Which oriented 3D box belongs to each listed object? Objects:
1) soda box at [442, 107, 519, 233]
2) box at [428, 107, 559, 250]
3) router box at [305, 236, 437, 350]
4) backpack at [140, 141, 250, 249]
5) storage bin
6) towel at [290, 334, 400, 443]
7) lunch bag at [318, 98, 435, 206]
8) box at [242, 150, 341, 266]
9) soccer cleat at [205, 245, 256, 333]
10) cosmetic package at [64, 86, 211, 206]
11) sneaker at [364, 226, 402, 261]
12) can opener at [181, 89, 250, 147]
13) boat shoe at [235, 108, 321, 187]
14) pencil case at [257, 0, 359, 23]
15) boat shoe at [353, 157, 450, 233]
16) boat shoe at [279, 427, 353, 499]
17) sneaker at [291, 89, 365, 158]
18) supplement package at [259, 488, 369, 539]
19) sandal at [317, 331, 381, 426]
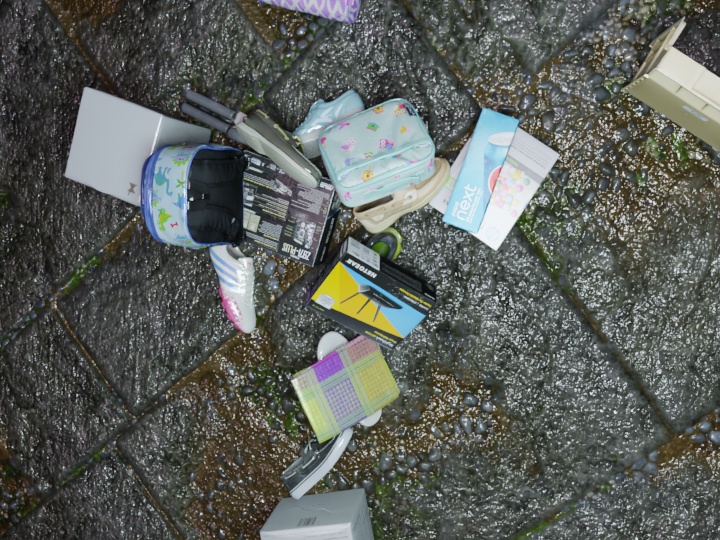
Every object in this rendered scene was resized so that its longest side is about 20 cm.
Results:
[{"bbox_3d":[0.210,-0.171,1.014,0.066,0.064,0.204,21,100,10],"label":"soda box"},{"bbox_3d":[0.241,-0.165,1.061,0.154,0.041,0.202,35,103,7],"label":"box"},{"bbox_3d":[0.020,0.047,1.062,0.197,0.052,0.150,28,125,-18],"label":"router box"},{"bbox_3d":[-0.297,-0.130,1.008,0.143,0.200,0.188,6,98,12],"label":"backpack"},{"bbox_3d":[0.537,-0.284,0.907,0.198,0.198,0.095,36,105,6],"label":"storage bin"},{"bbox_3d":[-0.024,0.221,1.113,0.197,0.023,0.146,-27,94,-23],"label":"towel"},{"bbox_3d":[0.034,-0.208,1.028,0.196,0.078,0.163,-22,59,-3],"label":"lunch bag"},{"bbox_3d":[-0.146,-0.120,1.122,0.196,0.086,0.168,19,99,9],"label":"box"},{"bbox_3d":[-0.243,0.023,1.165,0.085,0.070,0.204,-22,90,18],"label":"soccer cleat"},{"bbox_3d":[-0.417,-0.227,1.110,0.164,0.200,0.170,21,100,8],"label":"cosmetic package"},{"bbox_3d":[0.000,0.000,1.107,0.074,0.081,0.201,39,102,5],"label":"sneaker"},{"bbox_3d":[-0.270,-0.298,1.139,0.197,0.067,0.054,27,100,7],"label":"can opener"},{"bbox_3d":[-0.140,-0.224,1.044,0.200,0.072,0.060,38,76,20],"label":"boat shoe"},{"bbox_3d":[-0.093,-0.519,1.070,0.195,0.085,0.086,16,101,9],"label":"pencil case"},{"bbox_3d":[0.076,-0.146,1.071,0.198,0.064,0.072,-37,43,14],"label":"boat shoe"},{"bbox_3d":[-0.095,0.379,1.171,0.071,0.072,0.201,40,104,1],"label":"boat shoe"},{"bbox_3d":[-0.080,-0.278,1.109,0.196,0.074,0.084,-22,73,11],"label":"sneaker"},{"bbox_3d":[-0.073,0.571,1.150,0.187,0.147,0.205,-11,93,12],"label":"supplement package"},{"bbox_3d":[-0.031,0.220,1.150,0.082,0.050,0.206,-30,96,-27],"label":"sandal"}]
